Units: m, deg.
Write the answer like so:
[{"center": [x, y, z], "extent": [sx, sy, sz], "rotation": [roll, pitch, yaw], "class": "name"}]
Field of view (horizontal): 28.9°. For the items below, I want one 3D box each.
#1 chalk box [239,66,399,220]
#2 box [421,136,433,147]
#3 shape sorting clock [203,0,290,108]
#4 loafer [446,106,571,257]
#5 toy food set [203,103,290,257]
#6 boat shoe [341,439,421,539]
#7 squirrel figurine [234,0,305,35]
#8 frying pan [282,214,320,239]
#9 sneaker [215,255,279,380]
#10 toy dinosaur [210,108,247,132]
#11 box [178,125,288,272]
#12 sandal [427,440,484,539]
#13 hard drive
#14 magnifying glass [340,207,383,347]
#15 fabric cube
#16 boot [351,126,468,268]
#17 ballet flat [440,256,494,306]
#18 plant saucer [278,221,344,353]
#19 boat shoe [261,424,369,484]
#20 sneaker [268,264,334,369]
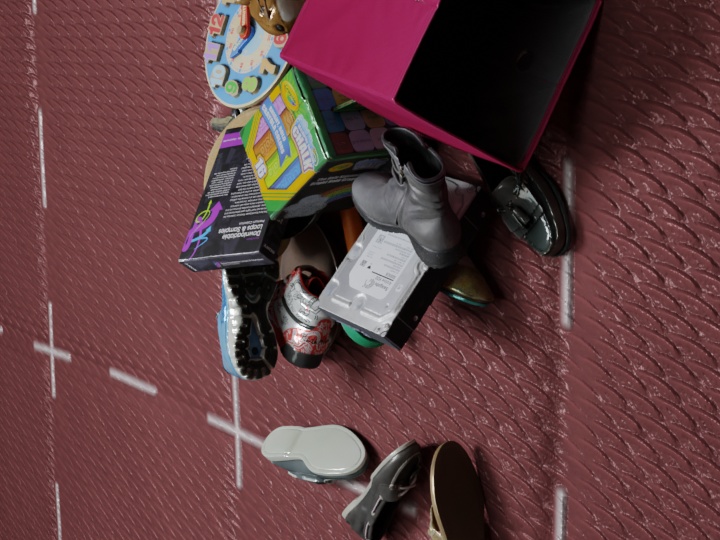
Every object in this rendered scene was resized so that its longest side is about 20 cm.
[{"center": [-0.031, -0.161, 1.598], "extent": [0.200, 0.125, 0.124], "rotation": [-41, 65, 51], "class": "chalk box"}, {"center": [0.008, -0.223, 1.676], "extent": [0.193, 0.047, 0.201], "rotation": [-1, 95, 54], "class": "box"}, {"center": [-0.146, -0.314, 1.855], "extent": [0.200, 0.039, 0.201], "rotation": [-19, 65, 47], "class": "shape sorting clock"}, {"center": [0.151, -0.096, 1.478], "extent": [0.072, 0.063, 0.200], "rotation": [-53, 54, 45], "class": "loafer"}, {"center": [-0.123, -0.124, 1.831], "extent": [0.198, 0.049, 0.200], "rotation": [-45, 58, 19], "class": "toy food set"}, {"center": [0.039, 0.274, 1.721], "extent": [0.057, 0.067, 0.200], "rotation": [50, 141, 16], "class": "boat shoe"}, {"center": [-0.071, -0.382, 1.681], "extent": [0.187, 0.141, 0.200], "rotation": [-56, 34, 33], "class": "squirrel figurine"}, {"center": [-0.105, -0.093, 1.761], "extent": [0.190, 0.031, 0.115], "rotation": [5, 77, 47], "class": "frying pan"}, {"center": [-0.157, 0.041, 1.770], "extent": [0.090, 0.078, 0.201], "rotation": [-15, 71, 56], "class": "sneaker"}, {"center": [-0.170, -0.213, 1.942], "extent": [0.200, 0.047, 0.088], "rotation": [31, 128, 53], "class": "toy dinosaur"}, {"center": [-0.138, -0.095, 1.732], "extent": [0.143, 0.036, 0.201], "rotation": [-5, 56, 40], "class": "box"}, {"center": [0.106, 0.308, 1.611], "extent": [0.070, 0.077, 0.212], "rotation": [-25, 80, 48], "class": "sandal"}, {"center": [0.048, -0.019, 1.566], "extent": [0.140, 0.038, 0.200], "rotation": [23, 77, 52], "class": "hard drive"}, {"center": [0.000, 0.000, 1.719], "extent": [0.022, 0.079, 0.201], "rotation": [-39, 54, 51], "class": "magnifying glass"}, {"center": [0.080, -0.241, 1.391], "extent": [0.199, 0.196, 0.200], "rotation": [29, 95, 50], "class": "fabric cube"}, {"center": [0.046, -0.099, 1.488], "extent": [0.200, 0.070, 0.132], "rotation": [36, 150, 48], "class": "boot"}, {"center": [0.082, -0.011, 1.599], "extent": [0.200, 0.071, 0.071], "rotation": [20, 112, 52], "class": "ballet flat"}, {"center": [-0.070, 0.019, 1.849], "extent": [0.200, 0.034, 0.201], "rotation": [16, 110, 54], "class": "plant saucer"}, {"center": [-0.050, 0.250, 1.859], "extent": [0.200, 0.073, 0.062], "rotation": [1, 140, 49], "class": "boat shoe"}, {"center": [-0.091, 0.032, 1.801], "extent": [0.201, 0.067, 0.108], "rotation": [45, 120, 49], "class": "sneaker"}]
